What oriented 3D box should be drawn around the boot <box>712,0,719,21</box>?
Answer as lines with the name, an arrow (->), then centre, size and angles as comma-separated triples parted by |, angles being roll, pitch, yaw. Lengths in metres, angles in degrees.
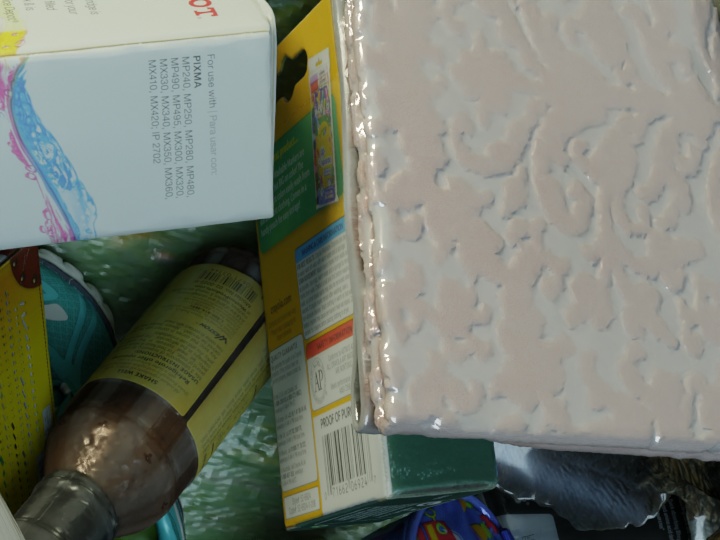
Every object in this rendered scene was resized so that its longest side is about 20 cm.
boot -> 0.242, -0.141, 0.877 | 0.198, 0.131, 0.068 | -25, 119, -4

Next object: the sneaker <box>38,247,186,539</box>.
sneaker -> -0.129, 0.071, 0.893 | 0.077, 0.080, 0.201 | -30, 118, -1

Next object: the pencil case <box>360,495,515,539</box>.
pencil case -> -0.004, 0.167, 0.919 | 0.087, 0.200, 0.079 | -23, 83, -46

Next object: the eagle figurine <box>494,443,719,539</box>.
eagle figurine -> 0.121, 0.046, 0.890 | 0.151, 0.199, 0.152 | -1, 117, -51

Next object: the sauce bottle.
sauce bottle -> -0.093, 0.066, 0.842 | 0.064, 0.200, 0.065 | 15, 128, 20

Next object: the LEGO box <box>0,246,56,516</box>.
LEGO box -> -0.209, 0.080, 0.837 | 0.147, 0.077, 0.202 | 7, 116, 19

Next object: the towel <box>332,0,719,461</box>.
towel -> 0.076, -0.027, 0.781 | 0.189, 0.032, 0.202 | 5, 74, -30

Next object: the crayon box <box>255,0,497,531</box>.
crayon box -> 0.000, 0.000, 0.824 | 0.051, 0.126, 0.202 | -3, 79, -21

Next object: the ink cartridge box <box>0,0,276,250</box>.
ink cartridge box -> -0.142, -0.073, 0.785 | 0.198, 0.146, 0.084 | -7, 117, -13

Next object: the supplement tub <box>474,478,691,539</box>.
supplement tub -> 0.147, 0.132, 0.978 | 0.198, 0.123, 0.124 | -8, 116, -12

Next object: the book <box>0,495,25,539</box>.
book -> -0.208, 0.148, 0.798 | 0.198, 0.048, 0.135 | -11, 109, 32
